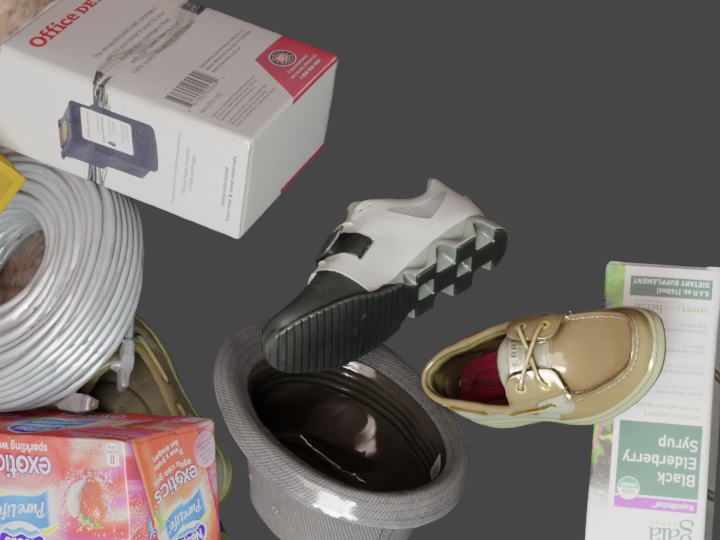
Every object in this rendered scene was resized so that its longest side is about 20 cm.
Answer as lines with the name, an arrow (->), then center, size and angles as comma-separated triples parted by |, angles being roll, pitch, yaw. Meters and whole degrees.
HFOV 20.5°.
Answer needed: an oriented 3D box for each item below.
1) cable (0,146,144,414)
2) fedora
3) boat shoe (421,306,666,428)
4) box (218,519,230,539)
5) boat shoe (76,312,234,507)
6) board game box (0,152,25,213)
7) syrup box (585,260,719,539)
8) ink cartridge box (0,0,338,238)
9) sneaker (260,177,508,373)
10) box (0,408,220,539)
cable -> -0.247, 0.003, 1.433 | 0.199, 0.069, 0.202 | -5, 66, 28
fedora -> -0.021, 0.129, 1.370 | 0.200, 0.176, 0.091 | 46, 129, 36
boat shoe -> 0.117, 0.066, 1.319 | 0.199, 0.066, 0.075 | -24, 61, 50
box -> -0.086, 0.278, 1.398 | 0.075, 0.050, 0.201 | -32, 77, 7
boat shoe -> -0.167, 0.090, 1.434 | 0.073, 0.063, 0.201 | -37, 75, 6
board game box -> -0.332, -0.050, 1.444 | 0.153, 0.040, 0.200 | -52, 36, 2
syrup box -> 0.201, 0.100, 1.345 | 0.078, 0.081, 0.202 | 4, 82, 14
ink cartridge box -> -0.137, -0.122, 1.411 | 0.199, 0.145, 0.085 | 21, 127, 15
sneaker -> 0.000, 0.000, 1.387 | 0.199, 0.074, 0.089 | -28, 59, -28
box -> -0.201, 0.154, 1.376 | 0.199, 0.094, 0.104 | 1, 96, 36
